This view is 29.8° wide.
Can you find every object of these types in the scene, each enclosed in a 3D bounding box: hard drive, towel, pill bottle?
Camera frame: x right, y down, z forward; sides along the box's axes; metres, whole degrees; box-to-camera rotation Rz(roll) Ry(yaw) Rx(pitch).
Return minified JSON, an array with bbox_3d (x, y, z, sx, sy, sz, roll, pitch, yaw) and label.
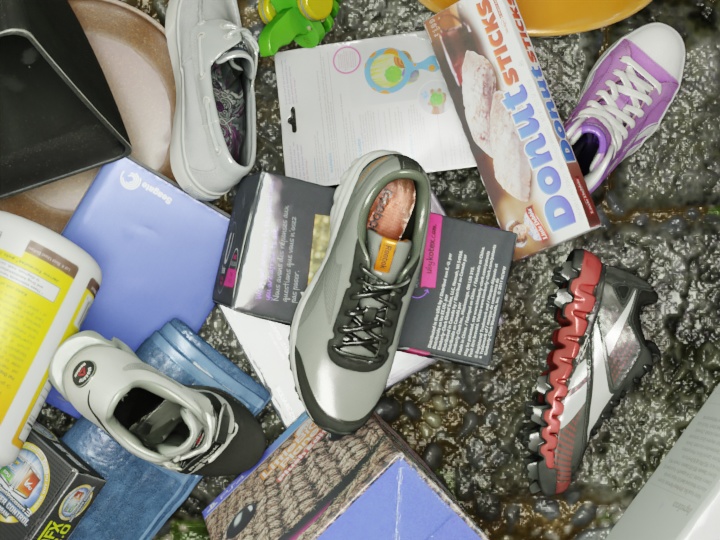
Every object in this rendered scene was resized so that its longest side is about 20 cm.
[{"bbox_3d":[-0.189,0.022,1.072,0.132,0.025,0.200,31,95,-14],"label":"hard drive"},{"bbox_3d":[-0.172,0.141,1.065,0.112,0.049,0.200,41,90,-27],"label":"towel"},{"bbox_3d":[-0.273,0.065,0.970,0.109,0.109,0.200,24,73,-2],"label":"pill bottle"}]

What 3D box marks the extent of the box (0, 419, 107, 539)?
[{"bbox_3d":[-0.312,0.167,1.035,0.200,0.044,0.160,35,89,28],"label":"box"}]

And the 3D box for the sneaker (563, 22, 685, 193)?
[{"bbox_3d":[0.200,-0.118,1.073,0.073,0.114,0.201,37,87,0],"label":"sneaker"}]

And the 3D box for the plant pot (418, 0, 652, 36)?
[{"bbox_3d":[0.137,-0.308,1.045,0.200,0.200,0.184,5,73,-2],"label":"plant pot"}]

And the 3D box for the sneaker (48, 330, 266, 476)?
[{"bbox_3d":[-0.132,0.118,0.987,0.200,0.088,0.074,32,91,-43],"label":"sneaker"}]

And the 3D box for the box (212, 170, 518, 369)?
[{"bbox_3d":[0.000,0.000,1.025,0.199,0.122,0.106,14,88,-13],"label":"box"}]

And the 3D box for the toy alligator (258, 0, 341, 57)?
[{"bbox_3d":[-0.030,-0.248,1.097,0.054,0.059,0.200,36,64,-40],"label":"toy alligator"}]

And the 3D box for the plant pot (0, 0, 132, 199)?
[{"bbox_3d":[-0.306,-0.168,0.984,0.199,0.200,0.178,-18,68,6],"label":"plant pot"}]

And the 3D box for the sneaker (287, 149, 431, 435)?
[{"bbox_3d":[0.001,0.014,0.923,0.074,0.079,0.201,13,89,-15],"label":"sneaker"}]

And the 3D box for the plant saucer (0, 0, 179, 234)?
[{"bbox_3d":[-0.225,-0.120,1.093,0.200,0.037,0.201,0,88,-2],"label":"plant saucer"}]

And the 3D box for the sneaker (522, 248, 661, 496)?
[{"bbox_3d":[0.188,0.088,1.089,0.098,0.071,0.201,13,87,0],"label":"sneaker"}]

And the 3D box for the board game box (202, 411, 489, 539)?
[{"bbox_3d":[-0.019,0.190,1.006,0.159,0.200,0.097,-44,106,-3],"label":"board game box"}]

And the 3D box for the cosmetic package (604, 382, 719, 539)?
[{"bbox_3d":[0.316,0.204,1.045,0.165,0.165,0.200,38,87,-1],"label":"cosmetic package"}]

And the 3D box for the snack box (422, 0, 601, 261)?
[{"bbox_3d":[0.114,-0.113,1.028,0.072,0.024,0.201,-24,83,35],"label":"snack box"}]

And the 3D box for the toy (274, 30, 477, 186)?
[{"bbox_3d":[0.037,-0.130,1.094,0.199,0.047,0.116,-7,81,11],"label":"toy"}]

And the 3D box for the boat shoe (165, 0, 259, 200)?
[{"bbox_3d":[-0.109,-0.155,1.051,0.072,0.068,0.201,26,55,-39],"label":"boat shoe"}]

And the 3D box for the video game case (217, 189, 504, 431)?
[{"bbox_3d":[-0.002,0.029,1.109,0.200,0.019,0.143,-29,90,-2],"label":"video game case"}]
